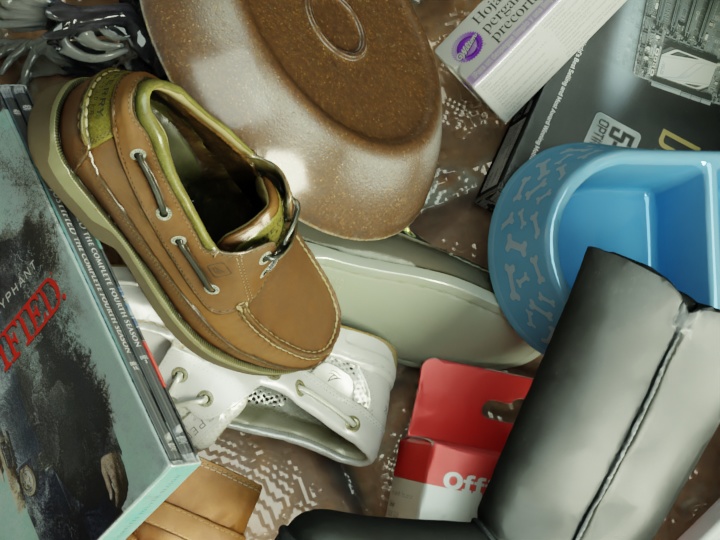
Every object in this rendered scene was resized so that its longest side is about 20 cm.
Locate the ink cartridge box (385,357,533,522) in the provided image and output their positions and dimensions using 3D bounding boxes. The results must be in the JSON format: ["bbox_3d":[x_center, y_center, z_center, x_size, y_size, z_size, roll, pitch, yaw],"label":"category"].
[{"bbox_3d":[0.069,0.151,1.226,0.116,0.067,0.201,12,86,-11],"label":"ink cartridge box"}]

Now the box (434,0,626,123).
[{"bbox_3d":[0.123,-0.162,1.253,0.200,0.041,0.039,-46,49,3],"label":"box"}]

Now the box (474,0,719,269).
[{"bbox_3d":[0.170,-0.089,1.305,0.157,0.050,0.201,27,76,-9],"label":"box"}]

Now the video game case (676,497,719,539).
[{"bbox_3d":[0.262,0.142,1.222,0.182,0.022,0.200,39,103,-19],"label":"video game case"}]

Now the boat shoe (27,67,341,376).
[{"bbox_3d":[-0.061,-0.015,1.113,0.200,0.068,0.072,41,51,-41],"label":"boat shoe"}]

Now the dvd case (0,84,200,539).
[{"bbox_3d":[-0.153,0.039,1.139,0.022,0.146,0.200,-5,61,-42],"label":"dvd case"}]

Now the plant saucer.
[{"bbox_3d":[-0.023,-0.111,1.208,0.200,0.037,0.201,32,40,-32],"label":"plant saucer"}]

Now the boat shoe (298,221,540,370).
[{"bbox_3d":[0.001,-0.002,1.242,0.201,0.072,0.060,16,49,-19],"label":"boat shoe"}]

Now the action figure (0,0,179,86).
[{"bbox_3d":[-0.132,-0.119,1.207,0.102,0.119,0.201,-4,70,-14],"label":"action figure"}]

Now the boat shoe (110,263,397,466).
[{"bbox_3d":[-0.073,0.050,1.197,0.199,0.071,0.070,14,63,-22],"label":"boat shoe"}]

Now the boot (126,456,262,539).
[{"bbox_3d":[-0.086,0.171,1.198,0.200,0.077,0.156,30,78,4],"label":"boot"}]

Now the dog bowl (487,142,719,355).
[{"bbox_3d":[0.163,-0.010,1.234,0.199,0.050,0.112,0,85,-21],"label":"dog bowl"}]

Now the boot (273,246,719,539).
[{"bbox_3d":[0.073,0.079,1.150,0.165,0.066,0.200,29,93,-21],"label":"boot"}]
